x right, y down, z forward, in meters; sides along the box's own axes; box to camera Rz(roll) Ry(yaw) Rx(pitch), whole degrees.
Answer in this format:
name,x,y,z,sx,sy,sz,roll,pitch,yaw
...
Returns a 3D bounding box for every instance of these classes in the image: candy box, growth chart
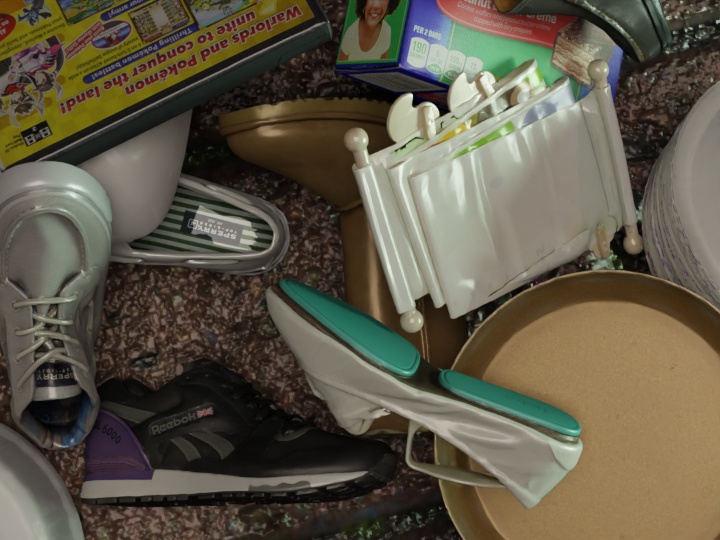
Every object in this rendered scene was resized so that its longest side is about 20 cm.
name,x,y,z,sx,sy,sz,roll,pitch,yaw
candy box,0.087,-0.195,1.140,0.169,0.077,0.201,14,84,-36
growth chart,0.083,-0.050,1.100,0.199,0.018,0.145,-20,110,-30

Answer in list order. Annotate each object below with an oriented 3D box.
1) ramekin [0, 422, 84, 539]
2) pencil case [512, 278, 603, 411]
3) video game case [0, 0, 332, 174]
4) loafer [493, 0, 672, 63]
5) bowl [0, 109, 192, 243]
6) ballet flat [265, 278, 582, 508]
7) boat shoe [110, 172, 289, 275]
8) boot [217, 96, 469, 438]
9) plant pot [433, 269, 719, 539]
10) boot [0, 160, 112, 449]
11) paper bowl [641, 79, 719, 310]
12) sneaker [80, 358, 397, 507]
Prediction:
name,x,y,z,sx,sy,sz,roll,pitch,yaw
ramekin,-0.265,0.179,1.118,0.199,0.098,0.202,0,85,-3
pencil case,0.183,0.082,1.158,0.199,0.085,0.093,20,87,-1
video game case,-0.143,-0.163,1.078,0.199,0.026,0.181,-26,69,-5
loafer,0.100,-0.174,1.071,0.200,0.073,0.072,39,94,-32
bowl,-0.201,-0.120,1.121,0.199,0.075,0.201,2,69,6
ballet flat,0.026,0.075,1.069,0.199,0.069,0.070,26,85,3
boat shoe,-0.141,-0.041,1.156,0.199,0.067,0.074,6,85,-3
boot,0.000,0.000,1.133,0.175,0.066,0.201,-1,84,-36
plant pot,0.143,0.100,1.095,0.199,0.027,0.201,0,90,9
boot,-0.171,0.027,1.076,0.073,0.200,0.096,-6,61,-7
paper bowl,0.277,-0.036,1.133,0.200,0.104,0.202,5,63,-9
sneaker,-0.076,0.094,1.123,0.199,0.076,0.088,-3,80,19
